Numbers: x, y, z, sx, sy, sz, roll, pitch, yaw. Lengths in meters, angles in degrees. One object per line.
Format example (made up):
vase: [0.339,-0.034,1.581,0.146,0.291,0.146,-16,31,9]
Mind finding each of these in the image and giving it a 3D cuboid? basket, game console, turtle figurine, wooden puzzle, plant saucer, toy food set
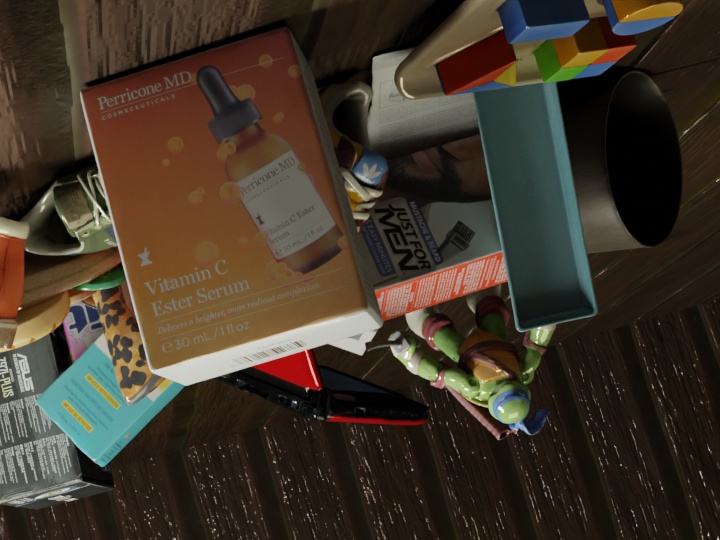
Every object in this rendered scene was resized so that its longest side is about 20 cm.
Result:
basket: [0.173,-0.080,1.507,0.200,0.181,0.136,-14,132,36]
game console: [-0.055,0.047,1.347,0.172,0.119,0.200,6,-174,-36]
turtle figurine: [0.101,0.042,1.506,0.144,0.200,0.194,-47,-156,8]
wooden puzzle: [0.143,-0.174,1.163,0.185,0.046,0.200,-10,162,-28]
plant saucer: [0.133,-0.057,1.280,0.070,0.201,0.019,-12,-176,-15]
toy food set: [-0.285,0.019,1.374,0.200,0.049,0.198,-5,-164,42]

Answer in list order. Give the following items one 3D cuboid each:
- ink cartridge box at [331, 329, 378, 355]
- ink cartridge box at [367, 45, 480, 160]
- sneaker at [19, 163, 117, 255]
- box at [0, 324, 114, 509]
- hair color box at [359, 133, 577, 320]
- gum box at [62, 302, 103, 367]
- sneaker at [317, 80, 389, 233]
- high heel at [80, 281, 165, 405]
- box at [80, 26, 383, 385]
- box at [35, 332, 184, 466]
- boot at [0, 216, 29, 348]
ink cartridge box: [0.000,0.002,1.591,0.068,0.116,0.200,20,152,-6]
ink cartridge box: [0.078,-0.146,1.317,0.162,0.057,0.200,-15,149,-8]
sneaker: [-0.189,-0.052,1.257,0.090,0.067,0.200,-14,174,-43]
box: [-0.319,0.126,1.623,0.086,0.200,0.164,-15,169,0]
hair color box: [0.059,-0.037,1.322,0.200,0.111,0.064,-17,154,-16]
gum box: [-0.195,0.037,1.593,0.200,0.114,0.066,-16,170,-4]
sneaker: [-0.023,-0.049,1.207,0.090,0.200,0.075,-22,151,29]
high heel: [-0.236,0.051,1.465,0.200,0.143,0.071,-2,151,39]
box: [-0.086,-0.040,1.122,0.152,0.200,0.106,-17,171,3]
box: [-0.199,0.081,1.523,0.200,0.082,0.049,-46,171,-9]
boot: [-0.345,-0.015,1.216,0.200,0.108,0.075,14,-179,-17]
